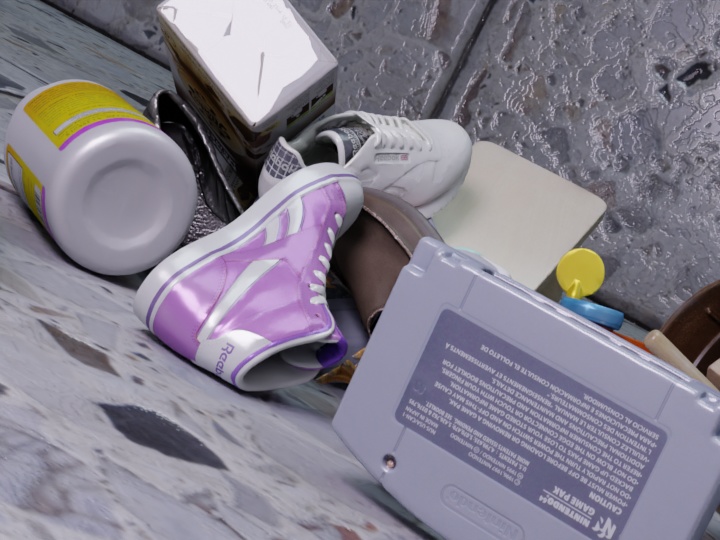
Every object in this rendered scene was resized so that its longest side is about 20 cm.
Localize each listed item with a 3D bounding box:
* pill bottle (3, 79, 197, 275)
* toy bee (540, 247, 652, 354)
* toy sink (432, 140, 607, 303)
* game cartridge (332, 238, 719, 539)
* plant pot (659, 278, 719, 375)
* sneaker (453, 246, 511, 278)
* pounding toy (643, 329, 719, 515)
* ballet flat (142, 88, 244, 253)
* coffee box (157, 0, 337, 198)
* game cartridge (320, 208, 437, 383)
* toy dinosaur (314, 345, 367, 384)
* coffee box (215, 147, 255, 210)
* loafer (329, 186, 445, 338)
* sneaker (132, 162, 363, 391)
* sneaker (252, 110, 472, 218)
[{"bbox_3d":[-0.192,-0.075,1.161,0.104,0.105,0.200,23,8,-30],"label":"pill bottle"},{"bbox_3d":[0.136,0.039,1.193,0.108,0.132,0.200,16,-23,34],"label":"toy bee"},{"bbox_3d":[0.095,0.003,1.346,0.130,0.113,0.200,28,41,16],"label":"toy sink"},{"bbox_3d":[0.088,0.086,0.847,0.199,0.134,0.041,30,7,23],"label":"game cartridge"},{"bbox_3d":[0.396,0.140,1.570,0.198,0.201,0.200,34,4,-22],"label":"plant pot"},{"bbox_3d":[0.067,0.053,0.963,0.140,0.077,0.201,38,24,-57],"label":"sneaker"},{"bbox_3d":[0.313,0.128,1.197,0.184,0.142,0.201,45,-24,34],"label":"pounding toy"},{"bbox_3d":[-0.117,-0.044,1.191,0.201,0.066,0.057,60,-15,28],"label":"ballet flat"},{"bbox_3d":[-0.082,-0.142,1.234,0.113,0.080,0.200,51,-9,8],"label":"coffee box"},{"bbox_3d":[0.000,0.000,1.205,0.132,0.041,0.201,-6,43,-15],"label":"game cartridge"},{"bbox_3d":[0.026,0.096,1.016,0.107,0.060,0.200,58,14,4],"label":"toy dinosaur"},{"bbox_3d":[-0.074,-0.054,1.438,0.199,0.114,0.080,20,9,-44],"label":"coffee box"},{"bbox_3d":[0.029,0.013,1.104,0.071,0.073,0.200,-15,46,-44],"label":"loafer"},{"bbox_3d":[-0.038,0.012,1.039,0.114,0.073,0.200,34,46,19],"label":"sneaker"},{"bbox_3d":[0.011,-0.082,1.215,0.199,0.081,0.076,-23,49,-36],"label":"sneaker"}]
